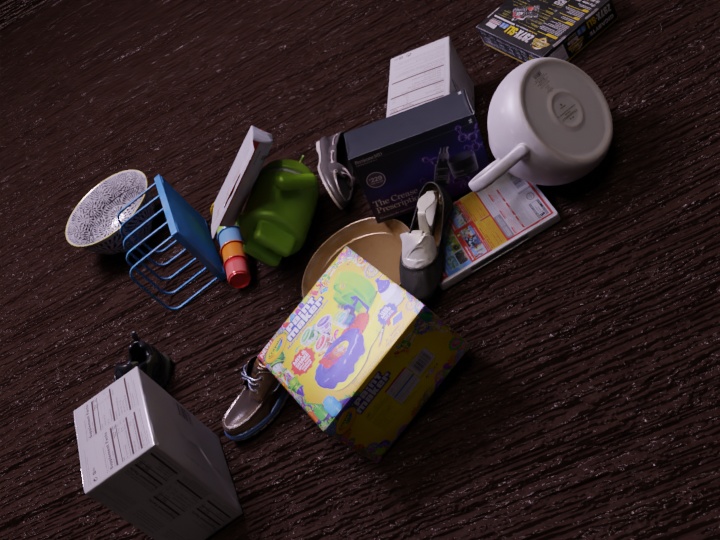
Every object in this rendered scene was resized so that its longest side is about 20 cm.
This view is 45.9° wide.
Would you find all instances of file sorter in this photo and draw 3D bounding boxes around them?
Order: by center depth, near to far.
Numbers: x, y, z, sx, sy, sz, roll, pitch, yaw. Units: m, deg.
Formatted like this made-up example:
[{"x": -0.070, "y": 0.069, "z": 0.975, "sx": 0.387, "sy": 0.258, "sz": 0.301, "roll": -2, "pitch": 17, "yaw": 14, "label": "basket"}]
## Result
[{"x": -0.351, "y": -0.048, "z": 1.544, "sx": 0.123, "sy": 0.139, "sz": 0.200, "roll": -36, "pitch": 41, "yaw": 5, "label": "file sorter"}]

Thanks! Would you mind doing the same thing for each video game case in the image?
[{"x": 0.182, "y": -0.068, "z": 1.277, "sx": 0.200, "sy": 0.017, "sz": 0.143, "roll": -31, "pitch": 41, "yaw": 7, "label": "video game case"}]

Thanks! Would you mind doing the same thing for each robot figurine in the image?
[{"x": -0.137, "y": -0.107, "z": 1.461, "sx": 0.175, "sy": 0.115, "sz": 0.200, "roll": -39, "pitch": 28, "yaw": 50, "label": "robot figurine"}]

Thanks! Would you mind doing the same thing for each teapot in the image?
[{"x": 0.257, "y": -0.201, "z": 1.248, "sx": 0.146, "sy": 0.199, "sz": 0.198, "roll": 144, "pitch": 129, "yaw": -58, "label": "teapot"}]

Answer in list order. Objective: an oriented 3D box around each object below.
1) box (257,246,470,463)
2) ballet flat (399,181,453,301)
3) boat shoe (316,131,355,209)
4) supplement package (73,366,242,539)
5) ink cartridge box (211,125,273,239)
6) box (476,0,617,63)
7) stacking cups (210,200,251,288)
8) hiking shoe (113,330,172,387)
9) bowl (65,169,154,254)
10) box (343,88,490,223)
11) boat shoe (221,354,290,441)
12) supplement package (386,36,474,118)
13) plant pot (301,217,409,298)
[{"x": 0.001, "y": 0.109, "z": 1.143, "sx": 0.200, "sy": 0.122, "sz": 0.193, "roll": -52, "pitch": 41, "yaw": -2, "label": "box"}, {"x": 0.091, "y": -0.051, "z": 1.257, "sx": 0.068, "sy": 0.068, "sz": 0.200, "roll": -3, "pitch": 52, "yaw": 22, "label": "ballet flat"}, {"x": -0.038, "y": -0.186, "z": 1.503, "sx": 0.057, "sy": 0.067, "sz": 0.200, "roll": -31, "pitch": 38, "yaw": 14, "label": "boat shoe"}, {"x": -0.275, "y": 0.261, "z": 1.156, "sx": 0.111, "sy": 0.200, "sz": 0.156, "roll": -35, "pitch": 40, "yaw": 1, "label": "supplement package"}, {"x": -0.192, "y": -0.144, "z": 1.402, "sx": 0.163, "sy": 0.050, "sz": 0.200, "roll": -62, "pitch": 19, "yaw": 15, "label": "ink cartridge box"}, {"x": 0.323, "y": -0.436, "z": 1.493, "sx": 0.160, "sy": 0.049, "sz": 0.200, "roll": -42, "pitch": 41, "yaw": -2, "label": "box"}, {"x": -0.225, "y": -0.051, "z": 1.519, "sx": 0.060, "sy": 0.061, "sz": 0.200, "roll": -31, "pitch": 43, "yaw": 8, "label": "stacking cups"}, {"x": -0.361, "y": 0.196, "z": 1.352, "sx": 0.076, "sy": 0.101, "sz": 0.200, "roll": -22, "pitch": 43, "yaw": 17, "label": "hiking shoe"}, {"x": -0.484, "y": -0.099, "z": 1.715, "sx": 0.200, "sy": 0.094, "sz": 0.201, "roll": -20, "pitch": 44, "yaw": 20, "label": "bowl"}, {"x": 0.093, "y": -0.175, "z": 1.324, "sx": 0.199, "sy": 0.141, "sz": 0.079, "roll": -19, "pitch": 40, "yaw": 9, "label": "box"}, {"x": -0.139, "y": 0.158, "z": 1.252, "sx": 0.200, "sy": 0.072, "sz": 0.072, "roll": -49, "pitch": 42, "yaw": -13, "label": "boat shoe"}, {"x": 0.121, "y": -0.276, "z": 1.436, "sx": 0.117, "sy": 0.117, "sz": 0.200, "roll": -16, "pitch": 46, "yaw": 23, "label": "supplement package"}, {"x": 0.000, "y": 0.000, "z": 1.336, "sx": 0.199, "sy": 0.028, "sz": 0.200, "roll": -20, "pitch": 44, "yaw": 20, "label": "plant pot"}]
